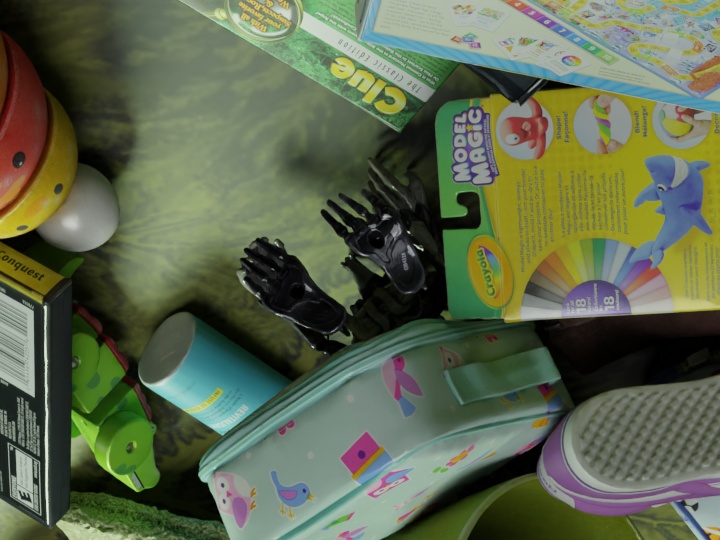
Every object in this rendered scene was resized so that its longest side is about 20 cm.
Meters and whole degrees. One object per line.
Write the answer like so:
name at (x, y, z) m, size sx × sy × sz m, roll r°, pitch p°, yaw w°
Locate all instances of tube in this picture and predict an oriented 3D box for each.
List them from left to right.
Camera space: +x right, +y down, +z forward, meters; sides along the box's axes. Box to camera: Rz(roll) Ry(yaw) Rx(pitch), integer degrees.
tube at (-0.051, 0.096, 1.078) m, size 0.077 × 0.051 × 0.199 m, roll -26°, pitch 132°, yaw 36°

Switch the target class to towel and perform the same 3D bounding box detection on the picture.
towel at (-0.110, 0.207, 1.152) m, size 0.198 × 0.037 × 0.149 m, roll 9°, pitch 144°, yaw 31°

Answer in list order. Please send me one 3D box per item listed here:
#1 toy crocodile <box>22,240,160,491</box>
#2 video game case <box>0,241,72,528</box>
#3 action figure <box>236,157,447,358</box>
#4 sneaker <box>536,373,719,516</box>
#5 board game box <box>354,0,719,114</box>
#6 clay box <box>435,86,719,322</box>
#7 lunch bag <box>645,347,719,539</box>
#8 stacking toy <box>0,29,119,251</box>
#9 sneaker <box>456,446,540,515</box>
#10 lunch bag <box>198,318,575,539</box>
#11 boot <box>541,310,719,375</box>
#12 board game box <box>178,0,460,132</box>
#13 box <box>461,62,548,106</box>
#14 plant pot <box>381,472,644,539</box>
toy crocodile at (-0.168, 0.064, 1.048) m, size 0.067 × 0.062 × 0.201 m, roll 24°, pitch 150°, yaw 39°
video game case at (-0.246, 0.042, 1.002) m, size 0.179 × 0.026 × 0.201 m, roll 27°, pitch 137°, yaw 17°
action figure at (0.000, 0.000, 0.939) m, size 0.118 × 0.102 × 0.200 m, roll -37°, pitch 167°, yaw 2°
sneaker at (0.195, 0.098, 0.951) m, size 0.198 × 0.074 × 0.114 m, roll 2°, pitch 160°, yaw -9°
board game box at (0.109, -0.148, 0.755) m, size 0.197 × 0.034 × 0.136 m, roll 10°, pitch 125°, yaw -11°
clay box at (0.140, -0.037, 0.860) m, size 0.197 × 0.048 × 0.117 m, roll -3°, pitch 97°, yaw 9°
lunch bag at (0.261, 0.118, 1.045) m, size 0.159 × 0.076 × 0.200 m, roll -20°, pitch 129°, yaw 26°
stacking toy at (-0.195, -0.067, 0.899) m, size 0.145 × 0.148 × 0.199 m, roll -25°, pitch 145°, yaw 27°
sneaker at (0.087, 0.140, 1.082) m, size 0.079 × 0.076 × 0.200 m, roll -29°, pitch 125°, yaw 32°
lunch bag at (0.021, 0.085, 0.917) m, size 0.160 × 0.078 × 0.199 m, roll -38°, pitch 164°, yaw 26°
boot at (0.192, 0.013, 0.946) m, size 0.166 × 0.073 × 0.200 m, roll -33°, pitch 112°, yaw 24°
board game box at (-0.032, -0.153, 0.848) m, size 0.199 × 0.024 × 0.105 m, roll 29°, pitch 127°, yaw -20°
box at (0.054, -0.190, 0.771) m, size 0.199 × 0.046 × 0.159 m, roll 35°, pitch 117°, yaw -26°
plant pot at (0.051, 0.226, 1.020) m, size 0.187 × 0.189 × 0.199 m, roll 38°, pitch 147°, yaw -27°
